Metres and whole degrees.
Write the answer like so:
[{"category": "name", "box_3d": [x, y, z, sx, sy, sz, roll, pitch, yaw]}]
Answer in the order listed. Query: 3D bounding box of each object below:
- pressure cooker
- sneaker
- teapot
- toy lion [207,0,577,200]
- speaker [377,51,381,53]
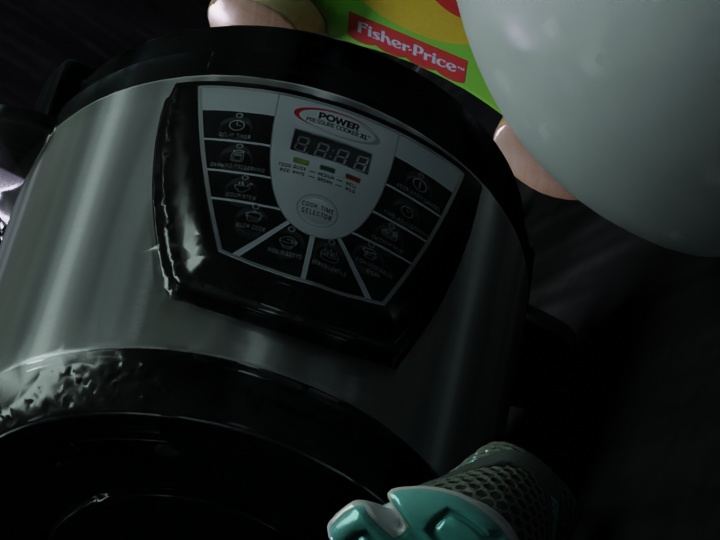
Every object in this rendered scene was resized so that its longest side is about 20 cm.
[{"category": "pressure cooker", "box_3d": [-0.037, 0.020, 0.887, 0.179, 0.176, 0.200, -10, 43, 25]}, {"category": "sneaker", "box_3d": [0.000, 0.124, 0.771, 0.200, 0.078, 0.091, -51, -7, 32]}, {"category": "teapot", "box_3d": [0.087, -0.111, 0.778, 0.200, 0.146, 0.197, -54, 7, 46]}, {"category": "toy lion", "box_3d": [0.044, -0.123, 1.023, 0.069, 0.200, 0.192, -60, -14, -30]}, {"category": "speaker", "box_3d": [-0.022, -0.232, 2.796, 0.081, 0.081, 0.200, -59, 5, -8]}]
